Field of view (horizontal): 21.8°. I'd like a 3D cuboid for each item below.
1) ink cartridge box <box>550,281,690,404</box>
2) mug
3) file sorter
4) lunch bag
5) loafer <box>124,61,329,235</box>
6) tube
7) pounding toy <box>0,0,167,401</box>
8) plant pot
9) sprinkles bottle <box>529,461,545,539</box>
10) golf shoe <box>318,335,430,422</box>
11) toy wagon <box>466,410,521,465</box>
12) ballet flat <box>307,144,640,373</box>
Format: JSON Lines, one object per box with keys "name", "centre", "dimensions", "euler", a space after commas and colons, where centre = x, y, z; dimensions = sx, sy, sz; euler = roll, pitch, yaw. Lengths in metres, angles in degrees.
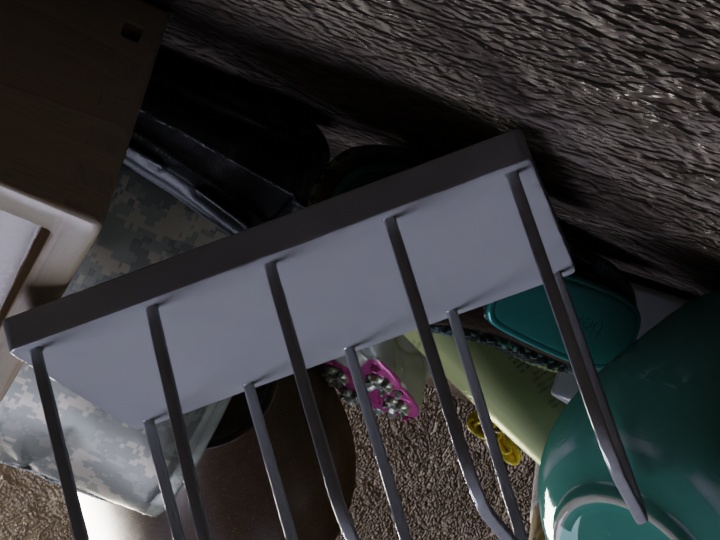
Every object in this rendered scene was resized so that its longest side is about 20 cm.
{"name": "ink cartridge box", "centre": [0.175, 0.059, 0.932], "dimensions": [0.198, 0.067, 0.116], "euler": [19, 176, 30]}
{"name": "mug", "centre": [0.148, 0.089, 0.780], "dimensions": [0.151, 0.114, 0.187], "euler": [27, 137, 36]}
{"name": "file sorter", "centre": [-0.006, 0.058, 0.700], "dimensions": [0.198, 0.126, 0.139], "euler": [-19, 160, 7]}
{"name": "lunch bag", "centre": [-0.137, 0.016, 0.931], "dimensions": [0.163, 0.201, 0.118], "euler": [22, -158, -18]}
{"name": "loafer", "centre": [-0.112, -0.063, 0.803], "dimensions": [0.199, 0.071, 0.068], "euler": [22, 177, -2]}
{"name": "tube", "centre": [0.077, 0.058, 0.962], "dimensions": [0.200, 0.058, 0.052], "euler": [46, 147, 10]}
{"name": "pounding toy", "centre": [-0.195, -0.059, 0.729], "dimensions": [0.183, 0.143, 0.200], "euler": [22, 145, -13]}
{"name": "plant pot", "centre": [-0.093, 0.090, 1.113], "dimensions": [0.185, 0.188, 0.200], "euler": [21, 160, 7]}
{"name": "sprinkles bottle", "centre": [0.126, 0.117, 1.022], "dimensions": [0.067, 0.201, 0.069], "euler": [6, 139, 6]}
{"name": "golf shoe", "centre": [0.000, 0.000, 1.067], "dimensions": [0.075, 0.092, 0.201], "euler": [18, 151, 30]}
{"name": "toy wagon", "centre": [0.120, 0.079, 1.152], "dimensions": [0.155, 0.040, 0.200], "euler": [40, -163, 14]}
{"name": "ballet flat", "centre": [0.040, -0.007, 0.824], "dimensions": [0.199, 0.075, 0.074], "euler": [29, 171, -39]}
